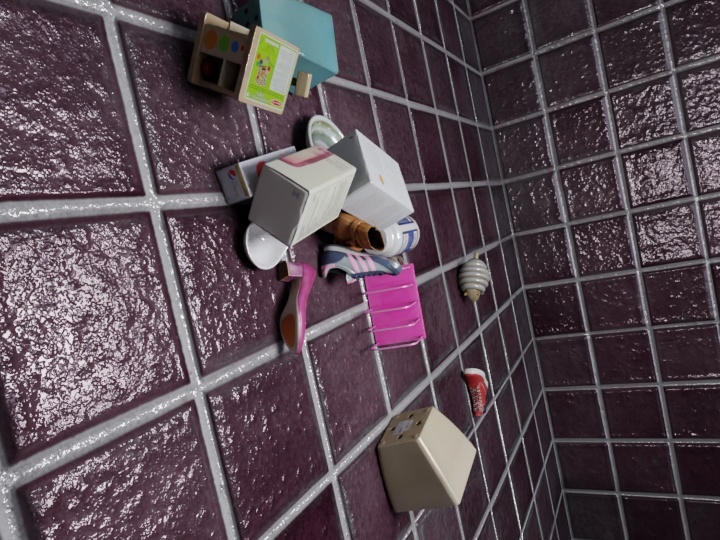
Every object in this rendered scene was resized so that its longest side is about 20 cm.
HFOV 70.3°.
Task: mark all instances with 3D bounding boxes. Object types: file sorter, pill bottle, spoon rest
[{"bbox_3d":[0.078,0.096,1.328,0.125,0.137,0.204,-10,90,-75],"label":"file sorter"},{"bbox_3d":[0.083,-0.096,1.450,0.199,0.109,0.113,-17,96,-60],"label":"pill bottle"},{"bbox_3d":[-0.173,-0.077,1.054,0.101,0.060,0.200,67,31,-21],"label":"spoon rest"}]

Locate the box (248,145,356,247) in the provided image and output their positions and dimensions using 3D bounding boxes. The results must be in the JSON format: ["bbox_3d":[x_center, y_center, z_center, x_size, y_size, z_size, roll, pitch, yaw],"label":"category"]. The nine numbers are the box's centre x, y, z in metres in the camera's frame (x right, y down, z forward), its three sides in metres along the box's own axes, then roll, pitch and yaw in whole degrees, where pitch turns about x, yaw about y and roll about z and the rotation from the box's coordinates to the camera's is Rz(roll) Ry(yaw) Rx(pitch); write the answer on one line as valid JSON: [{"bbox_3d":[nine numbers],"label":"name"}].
[{"bbox_3d":[-0.113,-0.155,1.023,0.200,0.108,0.129,-40,160,-56],"label":"box"}]

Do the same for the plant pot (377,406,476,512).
[{"bbox_3d":[0.159,0.478,1.338,0.179,0.198,0.200,60,33,-10],"label":"plant pot"}]

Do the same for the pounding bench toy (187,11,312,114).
[{"bbox_3d":[-0.206,-0.388,0.986,0.199,0.155,0.126,-7,120,-60],"label":"pounding bench toy"}]

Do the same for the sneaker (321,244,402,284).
[{"bbox_3d":[0.000,0.000,1.231,0.070,0.197,0.083,102,0,-73],"label":"sneaker"}]

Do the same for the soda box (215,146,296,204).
[{"bbox_3d":[-0.199,-0.198,1.043,0.200,0.063,0.069,-40,115,-56],"label":"soda box"}]

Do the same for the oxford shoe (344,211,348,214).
[{"bbox_3d":[0.008,-0.141,1.345,0.074,0.070,0.200,58,18,9],"label":"oxford shoe"}]

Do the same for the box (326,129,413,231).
[{"bbox_3d":[0.020,-0.208,1.216,0.199,0.105,0.154,23,45,-52],"label":"box"}]

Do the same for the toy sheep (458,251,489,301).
[{"bbox_3d":[0.453,0.024,2.037,0.137,0.136,0.204,28,61,-53],"label":"toy sheep"}]

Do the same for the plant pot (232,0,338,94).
[{"bbox_3d":[-0.170,-0.503,1.119,0.199,0.140,0.144,2,79,-52],"label":"plant pot"}]

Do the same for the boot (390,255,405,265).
[{"bbox_3d":[0.119,0.056,1.510,0.146,0.069,0.203,-40,116,-59],"label":"boot"}]

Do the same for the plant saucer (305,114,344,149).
[{"bbox_3d":[-0.081,-0.281,1.268,0.200,0.050,0.203,40,39,-42],"label":"plant saucer"}]

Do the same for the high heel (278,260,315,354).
[{"bbox_3d":[-0.123,0.078,1.087,0.095,0.067,0.203,13,56,-47],"label":"high heel"}]

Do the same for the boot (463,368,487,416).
[{"bbox_3d":[0.437,0.464,1.932,0.200,0.071,0.146,50,42,-46],"label":"boot"}]

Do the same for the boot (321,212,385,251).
[{"bbox_3d":[0.001,-0.081,1.240,0.077,0.154,0.200,-62,146,-14],"label":"boot"}]
